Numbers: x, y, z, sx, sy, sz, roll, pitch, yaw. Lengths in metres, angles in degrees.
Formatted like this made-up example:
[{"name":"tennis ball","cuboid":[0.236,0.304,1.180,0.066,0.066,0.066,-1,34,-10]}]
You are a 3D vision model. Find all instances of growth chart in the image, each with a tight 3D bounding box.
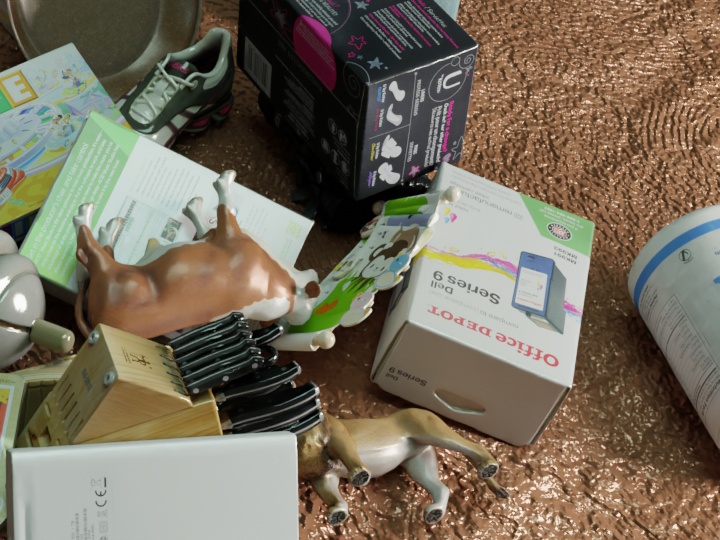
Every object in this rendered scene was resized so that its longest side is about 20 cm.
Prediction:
[{"name":"growth chart","cuboid":[0.000,0.000,1.550,0.018,0.144,0.200,52,58,-16]}]

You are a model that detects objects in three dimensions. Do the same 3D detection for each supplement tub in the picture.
[{"name":"supplement tub","cuboid":[0.316,0.056,1.615,0.131,0.132,0.200,-6,48,-25]}]

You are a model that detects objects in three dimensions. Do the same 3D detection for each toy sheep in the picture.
[{"name":"toy sheep","cuboid":[-0.299,0.019,1.431,0.199,0.138,0.138,26,43,15]}]

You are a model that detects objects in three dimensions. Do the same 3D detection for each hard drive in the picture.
[{"name":"hard drive","cuboid":[-0.140,0.182,1.342,0.199,0.133,0.026,-2,2,-22]}]

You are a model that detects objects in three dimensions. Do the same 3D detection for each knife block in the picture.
[{"name":"knife block","cuboid":[-0.133,0.115,1.395,0.175,0.200,0.064,23,24,-34]}]

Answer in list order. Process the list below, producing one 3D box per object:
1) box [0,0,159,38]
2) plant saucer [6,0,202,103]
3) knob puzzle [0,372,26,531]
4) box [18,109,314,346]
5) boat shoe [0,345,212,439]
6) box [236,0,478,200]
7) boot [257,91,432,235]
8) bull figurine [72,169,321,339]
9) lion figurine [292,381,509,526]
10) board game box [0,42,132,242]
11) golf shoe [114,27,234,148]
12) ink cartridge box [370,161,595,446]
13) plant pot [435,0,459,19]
[{"name":"box","cuboid":[-0.281,-0.285,1.804,0.158,0.048,0.200,-25,59,-35]},{"name":"plant saucer","cuboid":[-0.229,-0.242,1.712,0.200,0.201,0.037,-22,17,-36]},{"name":"knob puzzle","cuboid":[-0.332,0.147,1.328,0.218,0.031,0.221,1,58,-2]},{"name":"box","cuboid":[-0.153,-0.018,1.530,0.199,0.036,0.145,27,67,-8]},{"name":"boat shoe","cuboid":[-0.196,0.094,1.446,0.199,0.074,0.069,-3,24,-16]},{"name":"box","cuboid":[-0.006,-0.179,1.644,0.114,0.133,0.200,-21,51,-25]},{"name":"boot","cuboid":[0.018,-0.118,1.726,0.197,0.074,0.163,-15,50,-22]},{"name":"bull figurine","cuboid":[-0.124,-0.002,1.479,0.199,0.065,0.122,-12,69,-27]},{"name":"lion figurine","cuboid":[0.008,0.132,1.484,0.199,0.073,0.123,9,27,-31]},{"name":"board game box","cuboid":[-0.286,-0.089,1.573,0.199,0.034,0.135,-27,64,-21]},{"name":"golf shoe","cuboid":[-0.178,-0.138,1.666,0.077,0.088,0.200,33,46,11]},{"name":"ink cartridge box","cuboid":[0.102,0.026,1.596,0.145,0.088,0.200,22,45,-6]},{"name":"plant pot","cuboid":[0.005,-0.349,1.861,0.195,0.200,0.196,5,44,-15]}]
